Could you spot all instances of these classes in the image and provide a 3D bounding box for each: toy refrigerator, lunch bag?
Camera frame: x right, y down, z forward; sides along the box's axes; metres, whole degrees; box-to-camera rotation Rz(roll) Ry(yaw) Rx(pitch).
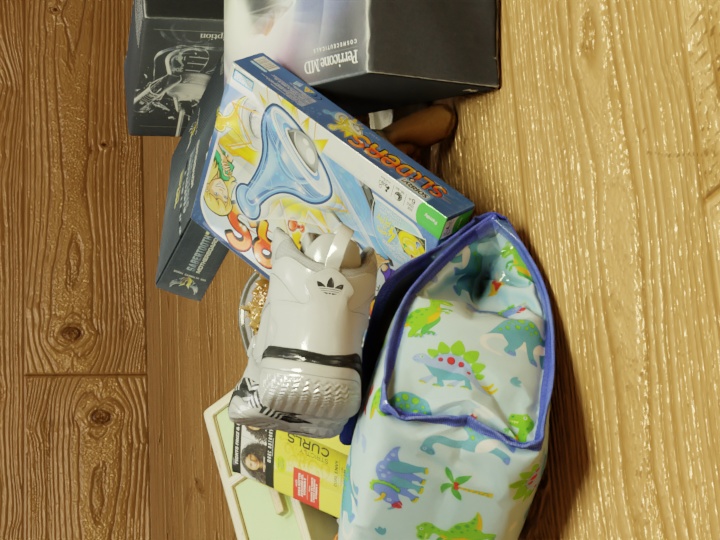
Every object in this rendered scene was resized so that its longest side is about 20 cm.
[{"bbox_3d":[-0.068,0.193,1.364,0.076,0.070,0.201,-36,54,26],"label":"toy refrigerator"},{"bbox_3d":[0.057,0.084,1.017,0.201,0.127,0.171,-72,-3,-48],"label":"lunch bag"}]

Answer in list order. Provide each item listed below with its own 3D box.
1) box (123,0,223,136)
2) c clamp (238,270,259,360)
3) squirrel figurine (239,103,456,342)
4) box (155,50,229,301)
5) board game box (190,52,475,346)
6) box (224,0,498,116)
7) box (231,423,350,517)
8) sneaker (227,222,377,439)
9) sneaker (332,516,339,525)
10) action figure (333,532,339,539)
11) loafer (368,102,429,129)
[{"bbox_3d":[-0.136,-0.232,1.640,0.183,0.198,0.105,110,156,-54],"label":"box"},{"bbox_3d":[-0.030,0.048,1.306,0.199,0.027,0.172,-26,70,40],"label":"c clamp"},{"bbox_3d":[0.000,0.000,1.204,0.200,0.141,0.188,-30,77,47],"label":"squirrel figurine"},{"bbox_3d":[-0.136,-0.095,1.489,0.201,0.051,0.158,-90,25,-48],"label":"box"},{"bbox_3d":[-0.025,-0.041,1.096,0.200,0.034,0.136,37,128,25],"label":"board game box"},{"bbox_3d":[-0.004,-0.222,1.147,0.199,0.123,0.200,-3,87,56],"label":"box"},{"bbox_3d":[-0.018,0.146,1.231,0.199,0.050,0.076,16,106,44],"label":"box"},{"bbox_3d":[-0.034,0.041,1.014,0.200,0.075,0.116,134,147,-73],"label":"sneaker"},{"bbox_3d":[-0.003,0.199,1.314,0.077,0.081,0.201,122,146,-65],"label":"sneaker"},{"bbox_3d":[-0.021,0.257,1.064,0.200,0.104,0.194,-78,12,-72],"label":"action figure"},{"bbox_3d":[0.015,-0.174,1.288,0.076,0.068,0.202,171,99,-76],"label":"loafer"}]
